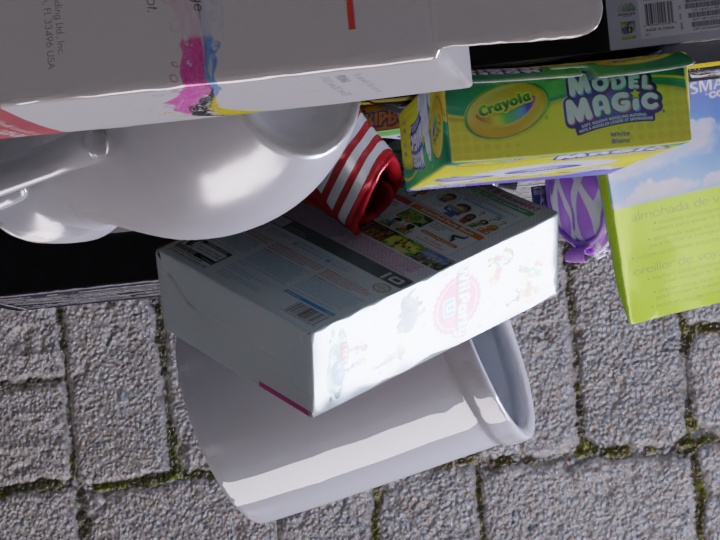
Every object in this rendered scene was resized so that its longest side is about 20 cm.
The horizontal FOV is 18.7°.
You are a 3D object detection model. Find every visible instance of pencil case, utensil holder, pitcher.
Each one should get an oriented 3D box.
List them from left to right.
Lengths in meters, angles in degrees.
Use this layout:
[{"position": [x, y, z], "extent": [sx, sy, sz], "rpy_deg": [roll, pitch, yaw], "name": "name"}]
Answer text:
[{"position": [-0.111, -0.061, 1.023], "extent": [0.200, 0.121, 0.171], "rpy_deg": [-16, -172, 46], "name": "pitcher"}, {"position": [-0.004, 0.068, 1.492], "extent": [0.200, 0.170, 0.170], "rpy_deg": [-21, 174, 12], "name": "utensil holder"}, {"position": [0.218, -0.056, 1.424], "extent": [0.200, 0.086, 0.084], "rpy_deg": [-7, 175, -21], "name": "pencil case"}]

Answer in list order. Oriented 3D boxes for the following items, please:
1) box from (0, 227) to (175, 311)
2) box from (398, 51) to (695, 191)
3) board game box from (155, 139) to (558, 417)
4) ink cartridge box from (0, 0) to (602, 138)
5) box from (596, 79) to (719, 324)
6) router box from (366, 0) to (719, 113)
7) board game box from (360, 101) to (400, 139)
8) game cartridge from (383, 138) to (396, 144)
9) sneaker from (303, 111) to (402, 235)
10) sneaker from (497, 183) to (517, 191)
[{"position": [-0.169, -0.042, 1.509], "extent": [0.200, 0.123, 0.198], "rpy_deg": [-6, 176, 1], "name": "box"}, {"position": [0.088, -0.072, 1.060], "extent": [0.117, 0.048, 0.200], "rpy_deg": [-5, 176, -5], "name": "box"}, {"position": [0.000, 0.000, 1.323], "extent": [0.200, 0.064, 0.147], "rpy_deg": [-26, -143, -33], "name": "board game box"}, {"position": [-0.035, -0.103, 0.602], "extent": [0.200, 0.117, 0.067], "rpy_deg": [-5, 176, 10], "name": "ink cartridge box"}, {"position": [0.203, -0.066, 1.316], "extent": [0.122, 0.200, 0.048], "rpy_deg": [-14, -140, 0], "name": "box"}, {"position": [0.094, -0.120, 1.096], "extent": [0.200, 0.052, 0.157], "rpy_deg": [-5, 178, 12], "name": "router box"}, {"position": [0.077, -0.110, 1.565], "extent": [0.095, 0.030, 0.200], "rpy_deg": [-6, 174, 34], "name": "board game box"}, {"position": [0.016, -0.046, 1.657], "extent": [0.129, 0.038, 0.200], "rpy_deg": [-4, -153, 38], "name": "game cartridge"}, {"position": [-0.052, -0.059, 1.315], "extent": [0.078, 0.116, 0.200], "rpy_deg": [-49, -163, -22], "name": "sneaker"}, {"position": [0.087, -0.089, 1.392], "extent": [0.075, 0.082, 0.200], "rpy_deg": [-5, 177, 12], "name": "sneaker"}]
